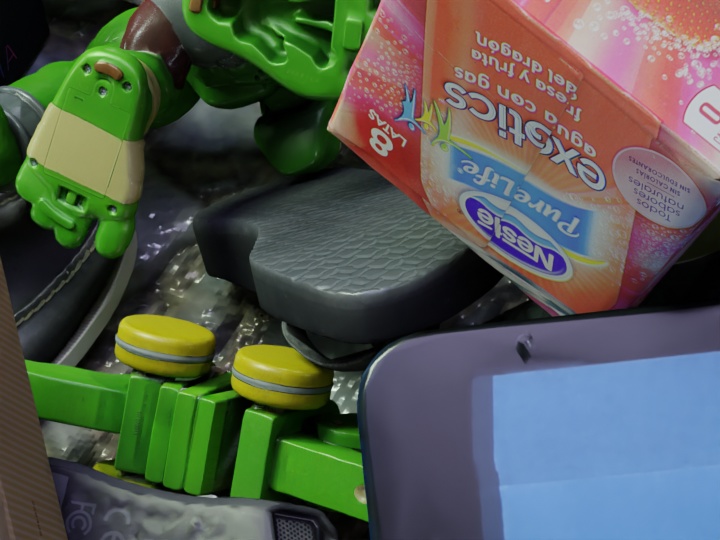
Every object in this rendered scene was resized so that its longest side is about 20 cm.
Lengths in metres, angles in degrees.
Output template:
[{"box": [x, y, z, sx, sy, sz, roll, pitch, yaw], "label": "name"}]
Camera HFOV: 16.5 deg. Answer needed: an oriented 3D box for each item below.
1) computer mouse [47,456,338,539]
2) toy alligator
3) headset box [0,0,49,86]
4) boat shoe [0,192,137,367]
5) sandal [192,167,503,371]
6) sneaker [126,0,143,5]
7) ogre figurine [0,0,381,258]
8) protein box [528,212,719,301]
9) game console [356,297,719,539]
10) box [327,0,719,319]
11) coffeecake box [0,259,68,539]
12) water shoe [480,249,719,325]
[{"box": [-0.047, 0.126, 0.698, 0.199, 0.046, 0.141, 1, 69, 14], "label": "computer mouse"}, {"box": [-0.016, 0.055, 0.747, 0.199, 0.060, 0.054, 14, 12, 19], "label": "toy alligator"}, {"box": [-0.197, -0.105, 0.809, 0.092, 0.201, 0.174, 14, 51, 19], "label": "headset box"}, {"box": [-0.153, 0.025, 0.780, 0.200, 0.068, 0.072, -35, 52, -24], "label": "boat shoe"}, {"box": [0.001, 0.000, 0.742, 0.076, 0.043, 0.200, -18, 10, -9], "label": "sandal"}, {"box": [-0.028, -0.104, 0.875, 0.199, 0.076, 0.076, 16, 53, 33], "label": "sneaker"}, {"box": [-0.038, -0.073, 0.781, 0.098, 0.200, 0.120, 48, 24, -4], "label": "ogre figurine"}, {"box": [0.152, -0.055, 0.763, 0.197, 0.135, 0.201, -2, 49, 7], "label": "protein box"}, {"box": [0.103, 0.086, 0.532, 0.199, 0.119, 0.171, -7, 18, 1], "label": "game console"}, {"box": [0.094, -0.092, 0.631, 0.095, 0.103, 0.200, 39, 63, 6], "label": "box"}, {"box": [-0.185, 0.081, 0.670, 0.199, 0.073, 0.154, -17, 76, 5], "label": "coffeecake box"}, {"box": [0.100, 0.037, 0.647, 0.199, 0.079, 0.072, -23, 29, 18], "label": "water shoe"}]
